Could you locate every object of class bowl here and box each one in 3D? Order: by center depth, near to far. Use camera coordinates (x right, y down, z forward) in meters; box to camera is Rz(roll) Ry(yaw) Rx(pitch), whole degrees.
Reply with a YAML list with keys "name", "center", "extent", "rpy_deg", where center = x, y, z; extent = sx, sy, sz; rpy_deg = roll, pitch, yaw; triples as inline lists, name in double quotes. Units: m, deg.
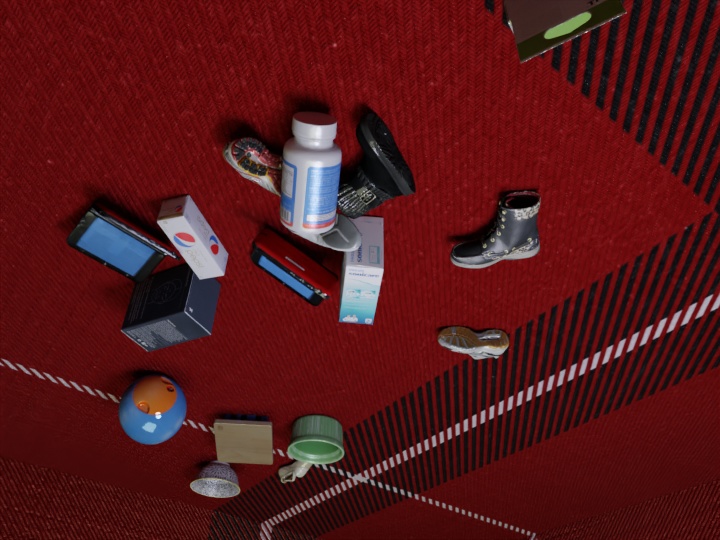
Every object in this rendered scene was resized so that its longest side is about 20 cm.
- name: "bowl"
  center: [-0.565, 0.814, 2.392]
  extent: [0.194, 0.096, 0.203]
  rpy_deg: [1, 140, 1]

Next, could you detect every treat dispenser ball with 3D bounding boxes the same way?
- name: "treat dispenser ball"
  center: [-0.628, 0.419, 1.836]
  extent: [0.194, 0.205, 0.203]
  rpy_deg: [1, 141, 1]

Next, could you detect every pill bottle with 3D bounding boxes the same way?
- name: "pill bottle"
  center: [-0.092, -0.182, 1.129]
  extent: [0.109, 0.113, 0.205]
  rpy_deg: [6, 119, -5]

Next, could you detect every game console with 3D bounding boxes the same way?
- name: "game console"
  center: [-0.520, -0.047, 1.330]
  extent: [0.198, 0.121, 0.171]
  rpy_deg: [35, 173, -34]
- name: "game console"
  center: [-0.161, 0.013, 1.341]
  extent: [0.198, 0.173, 0.120]
  rpy_deg: [34, 109, -5]

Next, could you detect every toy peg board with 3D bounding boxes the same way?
- name: "toy peg board"
  center: [-0.398, 0.565, 2.107]
  extent: [0.194, 0.099, 0.204]
  rpy_deg: [3, 125, -2]

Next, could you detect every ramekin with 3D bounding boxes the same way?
- name: "ramekin"
  center: [-0.150, 0.580, 2.089]
  extent: [0.194, 0.100, 0.203]
  rpy_deg: [1, 141, 1]

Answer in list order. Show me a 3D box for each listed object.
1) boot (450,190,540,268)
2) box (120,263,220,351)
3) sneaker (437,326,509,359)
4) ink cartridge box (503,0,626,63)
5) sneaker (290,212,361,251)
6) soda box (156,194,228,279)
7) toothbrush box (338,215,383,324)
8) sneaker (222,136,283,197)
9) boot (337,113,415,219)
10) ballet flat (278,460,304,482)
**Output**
- name: "boot"
  center: [0.287, -0.088, 1.289]
  extent: [0.197, 0.075, 0.156]
  rpy_deg: [-9, 138, 3]
- name: "box"
  center: [-0.457, 0.088, 1.473]
  extent: [0.195, 0.151, 0.108]
  rpy_deg: [-16, 139, 21]
- name: "sneaker"
  center: [0.300, 0.207, 1.638]
  extent: [0.194, 0.077, 0.089]
  rpy_deg: [7, 141, -4]
- name: "ink cartridge box"
  center: [0.289, -0.358, 0.861]
  extent: [0.145, 0.204, 0.076]
  rpy_deg: [-19, 137, 25]
- name: "sneaker"
  center: [-0.065, -0.083, 1.274]
  extent: [0.197, 0.072, 0.080]
  rpy_deg: [21, 174, 38]
- name: "soda box"
  center: [-0.369, -0.070, 1.347]
  extent: [0.066, 0.065, 0.202]
  rpy_deg: [-9, 139, 13]
- name: "toothbrush box"
  center: [0.000, 0.000, 1.348]
  extent: [0.083, 0.149, 0.203]
  rpy_deg: [4, 140, -3]
- name: "sneaker"
  center: [-0.183, -0.201, 1.186]
  extent: [0.081, 0.080, 0.199]
  rpy_deg: [16, 167, 45]
- name: "boot"
  center: [0.002, -0.191, 1.171]
  extent: [0.154, 0.081, 0.212]
  rpy_deg: [-17, 137, 21]
- name: "ballet flat"
  center: [-0.249, 0.782, 2.361]
  extent: [0.069, 0.071, 0.198]
  rpy_deg: [30, 133, -30]
